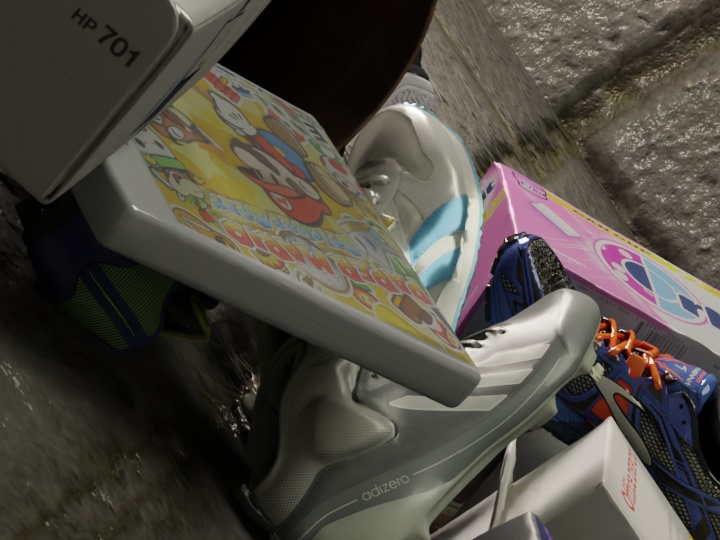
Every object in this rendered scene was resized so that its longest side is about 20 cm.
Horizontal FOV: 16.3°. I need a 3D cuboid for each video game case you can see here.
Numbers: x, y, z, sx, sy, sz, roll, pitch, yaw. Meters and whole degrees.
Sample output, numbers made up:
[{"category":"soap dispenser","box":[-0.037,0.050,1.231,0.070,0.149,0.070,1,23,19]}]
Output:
[{"category":"video game case","box":[-0.055,-0.039,0.997,0.200,0.023,0.182,27,22,-43]}]

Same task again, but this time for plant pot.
[{"category":"plant pot","box":[-0.094,-0.162,1.172,0.200,0.187,0.187,47,4,32]}]

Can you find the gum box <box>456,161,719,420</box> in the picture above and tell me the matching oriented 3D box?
[{"category":"gum box","box":[0.143,0.034,1.344,0.199,0.066,0.114,29,19,-14]}]

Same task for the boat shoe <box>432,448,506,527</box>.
[{"category":"boat shoe","box":[0.022,0.044,1.324,0.072,0.065,0.200,43,17,-46]}]

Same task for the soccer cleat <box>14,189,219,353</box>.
[{"category":"soccer cleat","box":[-0.082,-0.008,1.027,0.084,0.065,0.200,60,14,0]}]

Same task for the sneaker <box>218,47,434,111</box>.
[{"category":"sneaker","box":[-0.043,-0.132,1.312,0.199,0.075,0.115,0,85,-46]}]

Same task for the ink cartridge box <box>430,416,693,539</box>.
[{"category":"ink cartridge box","box":[0.103,0.173,1.151,0.200,0.125,0.129,56,11,-3]}]

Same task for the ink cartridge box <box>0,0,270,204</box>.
[{"category":"ink cartridge box","box":[-0.113,-0.119,0.881,0.146,0.086,0.200,42,18,-3]}]

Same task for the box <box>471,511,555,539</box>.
[{"category":"box","box":[0.086,0.223,0.993,0.200,0.104,0.148,52,12,-25]}]

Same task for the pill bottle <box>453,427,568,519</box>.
[{"category":"pill bottle","box":[0.102,0.119,1.344,0.110,0.109,0.200,53,11,-20]}]

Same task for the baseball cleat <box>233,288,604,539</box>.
[{"category":"baseball cleat","box":[0.026,0.049,1.075,0.107,0.070,0.200,50,53,-6]}]

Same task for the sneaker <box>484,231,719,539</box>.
[{"category":"sneaker","box":[0.136,0.060,1.229,0.200,0.078,0.075,53,29,-1]}]

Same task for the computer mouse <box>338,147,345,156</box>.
[{"category":"computer mouse","box":[-0.017,-0.098,1.432,0.141,0.046,0.201,-111,-158,-51]}]

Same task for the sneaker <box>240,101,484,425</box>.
[{"category":"sneaker","box":[0.000,0.000,1.153,0.081,0.076,0.201,32,52,-30]}]
